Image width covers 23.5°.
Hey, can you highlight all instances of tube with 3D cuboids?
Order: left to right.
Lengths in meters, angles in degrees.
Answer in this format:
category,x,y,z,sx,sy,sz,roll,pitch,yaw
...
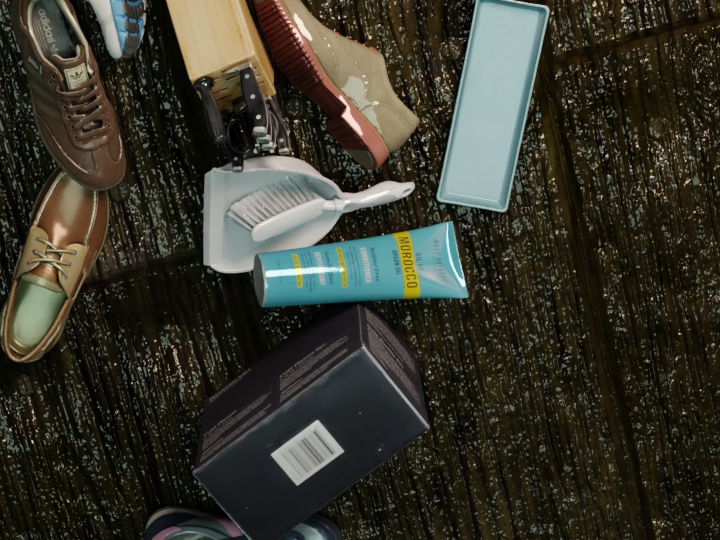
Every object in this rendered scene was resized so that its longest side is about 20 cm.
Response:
category,x,y,z,sx,sy,sz,roll,pitch,yaw
tube,0.000,0.000,1.634,0.199,0.050,0.078,-6,79,-15

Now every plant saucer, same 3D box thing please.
category,x,y,z,sx,sy,sz,roll,pitch,yaw
plant saucer,0.123,-0.157,1.629,0.070,0.019,0.201,9,107,-5

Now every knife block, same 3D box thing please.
category,x,y,z,sx,sy,sz,roll,pitch,yaw
knife block,-0.123,-0.192,1.525,0.064,0.176,0.200,-21,107,3

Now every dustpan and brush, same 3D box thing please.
category,x,y,z,sx,sy,sz,roll,pitch,yaw
dustpan and brush,-0.045,-0.062,1.619,0.200,0.057,0.140,-22,145,-23

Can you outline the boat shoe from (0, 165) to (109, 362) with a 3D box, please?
category,x,y,z,sx,sy,sz,roll,pitch,yaw
boat shoe,-0.289,-0.001,1.629,0.075,0.074,0.201,17,103,-7

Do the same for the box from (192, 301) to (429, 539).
category,x,y,z,sx,sy,sz,roll,pitch,yaw
box,-0.046,0.135,1.626,0.200,0.182,0.104,-37,105,9

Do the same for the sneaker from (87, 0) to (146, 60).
category,x,y,z,sx,sy,sz,roll,pitch,yaw
sneaker,-0.250,-0.285,1.554,0.086,0.075,0.201,-11,100,9

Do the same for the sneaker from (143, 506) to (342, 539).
category,x,y,z,sx,sy,sz,roll,pitch,yaw
sneaker,-0.117,0.282,1.720,0.199,0.082,0.070,0,107,-3

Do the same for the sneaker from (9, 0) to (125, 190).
category,x,y,z,sx,sy,sz,roll,pitch,yaw
sneaker,-0.266,-0.165,1.564,0.070,0.076,0.200,-25,100,-15

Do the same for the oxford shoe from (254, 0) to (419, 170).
category,x,y,z,sx,sy,sz,roll,pitch,yaw
oxford shoe,-0.023,-0.192,1.598,0.075,0.070,0.200,-40,105,-18
